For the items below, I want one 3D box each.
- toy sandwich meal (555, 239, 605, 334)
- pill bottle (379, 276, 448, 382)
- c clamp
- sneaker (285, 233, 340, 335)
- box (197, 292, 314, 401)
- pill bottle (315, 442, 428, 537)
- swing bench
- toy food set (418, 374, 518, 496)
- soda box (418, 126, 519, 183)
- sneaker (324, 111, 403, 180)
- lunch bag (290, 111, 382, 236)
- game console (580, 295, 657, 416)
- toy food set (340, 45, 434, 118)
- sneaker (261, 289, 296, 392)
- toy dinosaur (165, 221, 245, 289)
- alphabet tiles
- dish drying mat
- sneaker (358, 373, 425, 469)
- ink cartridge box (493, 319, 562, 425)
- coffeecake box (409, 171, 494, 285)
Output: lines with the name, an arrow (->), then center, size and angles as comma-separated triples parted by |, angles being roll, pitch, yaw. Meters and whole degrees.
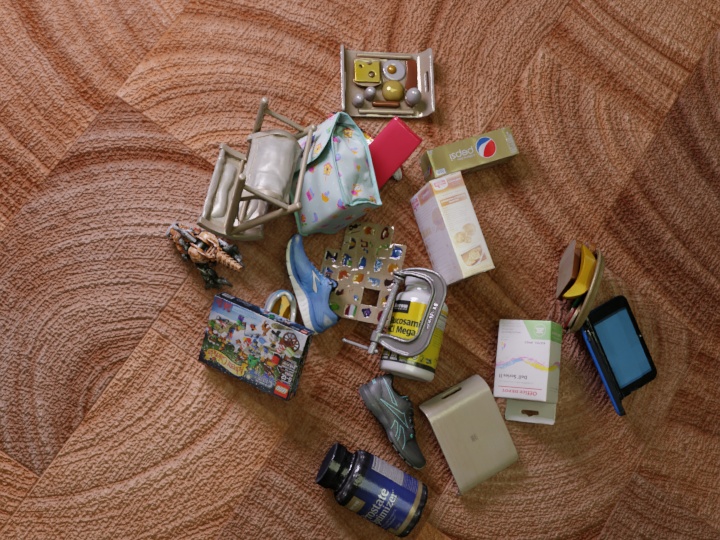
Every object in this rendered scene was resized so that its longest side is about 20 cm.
toy sandwich meal -> 0.439, 0.031, 1.610 | 0.070, 0.205, 0.207 | 20, 77, 7
pill bottle -> 0.111, 0.112, 1.563 | 0.112, 0.112, 0.202 | 15, 78, -8
c clamp -> 0.072, 0.079, 1.511 | 0.170, 0.027, 0.201 | 24, 85, 29
sneaker -> -0.092, 0.021, 1.551 | 0.088, 0.079, 0.202 | -19, 91, -1
box -> -0.197, 0.142, 1.474 | 0.199, 0.038, 0.138 | 21, 105, 15
pill bottle -> 0.020, 0.414, 1.498 | 0.199, 0.112, 0.112 | 30, 77, -5
swing bench -> -0.197, -0.179, 1.490 | 0.129, 0.200, 0.200 | 25, 56, -25
toy food set -> 0.219, 0.332, 1.584 | 0.143, 0.060, 0.201 | -25, 95, -15
soda box -> 0.230, -0.242, 1.665 | 0.198, 0.068, 0.065 | -17, 84, -13
sneaker -> 0.004, -0.245, 1.629 | 0.199, 0.078, 0.082 | 33, 103, -8
lunch bag -> -0.064, -0.190, 1.541 | 0.121, 0.170, 0.202 | -7, 77, -41
game console -> 0.542, 0.172, 1.630 | 0.118, 0.171, 0.201 | -24, 93, 13
toy food set -> 0.056, -0.401, 1.653 | 0.198, 0.060, 0.145 | 0, 82, -12
sneaker -> -0.169, 0.136, 1.521 | 0.076, 0.081, 0.202 | 8, 81, -11
toy dinosaur -> -0.294, -0.030, 1.491 | 0.102, 0.136, 0.200 | -39, 48, 1
alphabet tiles -> 0.000, 0.000, 1.581 | 0.166, 0.008, 0.202 | 10, 78, 15
dish drying mat -> 0.033, -0.216, 1.590 | 0.077, 0.018, 0.200 | 39, 113, -12
sneaker -> 0.078, 0.296, 1.541 | 0.079, 0.075, 0.201 | -33, 89, -2
ink cartridge box -> 0.337, 0.204, 1.587 | 0.116, 0.067, 0.202 | -1, 78, 34
coffeecake box -> 0.181, -0.077, 1.585 | 0.073, 0.153, 0.202 | -18, 85, -14
